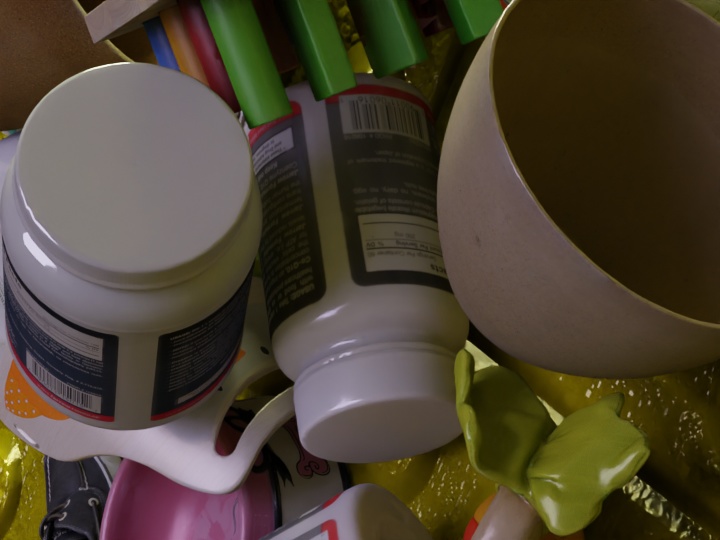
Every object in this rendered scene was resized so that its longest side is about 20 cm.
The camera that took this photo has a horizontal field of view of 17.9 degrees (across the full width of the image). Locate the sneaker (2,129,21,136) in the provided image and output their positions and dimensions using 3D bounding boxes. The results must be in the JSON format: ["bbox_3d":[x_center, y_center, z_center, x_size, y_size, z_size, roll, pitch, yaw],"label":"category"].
[{"bbox_3d":[-0.234,-0.108,1.666,0.075,0.088,0.201,115,147,-48],"label":"sneaker"}]

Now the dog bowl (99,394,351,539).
[{"bbox_3d":[-0.091,0.172,1.428,0.200,0.073,0.202,-17,67,49],"label":"dog bowl"}]

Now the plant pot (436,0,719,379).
[{"bbox_3d":[0.115,-0.025,1.124,0.135,0.199,0.201,-48,45,46],"label":"plant pot"}]

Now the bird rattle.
[{"bbox_3d":[0.079,0.149,1.154,0.112,0.163,0.201,19,91,21],"label":"bird rattle"}]

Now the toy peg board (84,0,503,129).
[{"bbox_3d":[-0.029,-0.143,1.274,0.098,0.199,0.199,69,162,-4],"label":"toy peg board"}]

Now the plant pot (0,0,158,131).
[{"bbox_3d":[-0.231,-0.175,1.573,0.199,0.186,0.188,-24,61,29],"label":"plant pot"}]

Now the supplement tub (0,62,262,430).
[{"bbox_3d":[-0.126,-0.010,1.253,0.200,0.139,0.141,106,158,-63],"label":"supplement tub"}]

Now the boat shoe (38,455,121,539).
[{"bbox_3d":[-0.186,0.186,1.560,0.069,0.056,0.201,-52,44,30],"label":"boat shoe"}]

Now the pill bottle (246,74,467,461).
[{"bbox_3d":[0.000,0.000,1.310,0.114,0.113,0.201,-34,55,43],"label":"pill bottle"}]

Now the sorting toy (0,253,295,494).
[{"bbox_3d":[-0.096,0.051,1.389,0.180,0.200,0.107,36,150,29],"label":"sorting toy"}]

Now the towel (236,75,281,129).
[{"bbox_3d":[-0.063,-0.146,1.450,0.149,0.030,0.202,129,152,-89],"label":"towel"}]

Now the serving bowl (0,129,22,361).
[{"bbox_3d":[-0.229,0.002,1.600,0.199,0.066,0.202,16,113,41],"label":"serving bowl"}]

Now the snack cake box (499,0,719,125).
[{"bbox_3d":[0.126,-0.177,1.246,0.115,0.067,0.201,-50,45,35],"label":"snack cake box"}]

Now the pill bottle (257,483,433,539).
[{"bbox_3d":[-0.051,0.212,1.282,0.199,0.114,0.114,-31,55,20],"label":"pill bottle"}]
